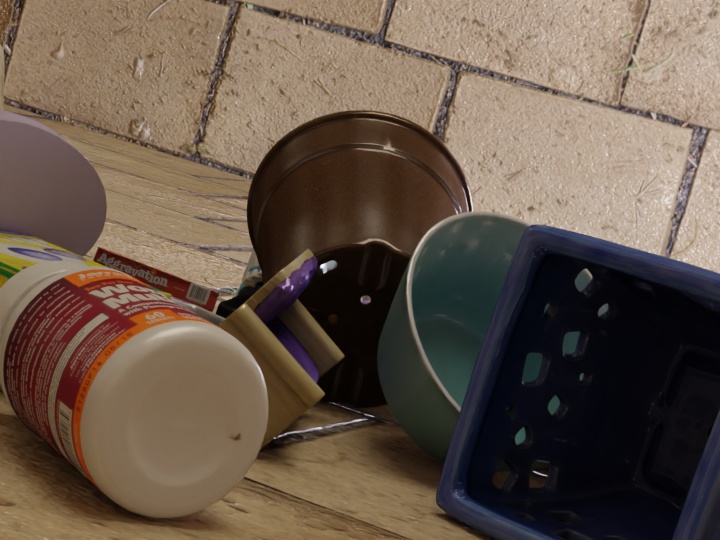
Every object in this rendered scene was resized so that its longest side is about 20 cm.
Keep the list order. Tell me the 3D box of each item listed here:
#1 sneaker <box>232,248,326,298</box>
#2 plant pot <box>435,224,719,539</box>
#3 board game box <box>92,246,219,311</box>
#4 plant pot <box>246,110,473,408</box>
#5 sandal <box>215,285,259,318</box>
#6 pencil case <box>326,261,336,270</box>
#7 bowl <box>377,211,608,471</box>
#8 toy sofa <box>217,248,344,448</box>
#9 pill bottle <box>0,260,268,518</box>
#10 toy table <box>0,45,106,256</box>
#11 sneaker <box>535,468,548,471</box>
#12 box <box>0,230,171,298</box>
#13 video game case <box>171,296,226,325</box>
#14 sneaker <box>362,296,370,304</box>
[{"bbox_3d":[-0.075,-0.013,1.714,0.075,0.087,0.200,18,-13,-15],"label":"sneaker"},{"bbox_3d":[0.196,0.100,1.149,0.200,0.201,0.179,20,2,44],"label":"plant pot"},{"bbox_3d":[-0.171,0.012,1.497,0.103,0.020,0.200,22,-5,-5],"label":"board game box"},{"bbox_3d":[0.000,0.000,1.481,0.199,0.201,0.199,14,28,-8],"label":"plant pot"},{"bbox_3d":[-0.087,0.049,1.594,0.075,0.045,0.200,19,8,12],"label":"sandal"},{"bbox_3d":[0.051,0.046,1.750,0.199,0.091,0.083,12,7,-25],"label":"pencil case"},{"bbox_3d":[0.091,0.068,1.321,0.200,0.202,0.105,12,-33,-29],"label":"bowl"},{"bbox_3d":[-0.055,0.053,1.259,0.083,0.097,0.200,50,6,-2],"label":"toy sofa"},{"bbox_3d":[-0.143,0.060,1.029,0.109,0.110,0.200,11,7,-33],"label":"pill bottle"},{"bbox_3d":[-0.295,-0.075,1.334,0.117,0.184,0.200,35,-1,40],"label":"toy table"},{"bbox_3d":[0.147,0.113,1.410,0.074,0.087,0.200,50,-14,-25],"label":"sneaker"},{"bbox_3d":[-0.220,0.012,1.220,0.200,0.049,0.117,23,9,41],"label":"box"},{"bbox_3d":[-0.174,0.030,1.458,0.181,0.024,0.200,18,-6,21],"label":"video game case"},{"bbox_3d":[0.069,0.071,1.669,0.199,0.081,0.088,7,16,-26],"label":"sneaker"}]
